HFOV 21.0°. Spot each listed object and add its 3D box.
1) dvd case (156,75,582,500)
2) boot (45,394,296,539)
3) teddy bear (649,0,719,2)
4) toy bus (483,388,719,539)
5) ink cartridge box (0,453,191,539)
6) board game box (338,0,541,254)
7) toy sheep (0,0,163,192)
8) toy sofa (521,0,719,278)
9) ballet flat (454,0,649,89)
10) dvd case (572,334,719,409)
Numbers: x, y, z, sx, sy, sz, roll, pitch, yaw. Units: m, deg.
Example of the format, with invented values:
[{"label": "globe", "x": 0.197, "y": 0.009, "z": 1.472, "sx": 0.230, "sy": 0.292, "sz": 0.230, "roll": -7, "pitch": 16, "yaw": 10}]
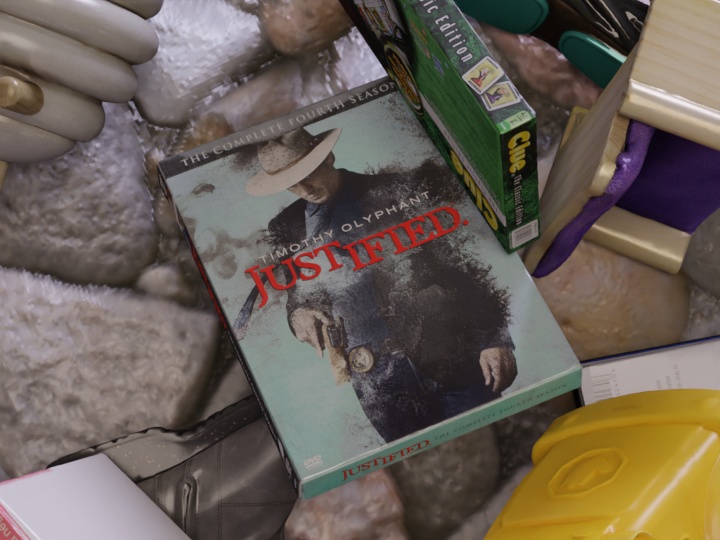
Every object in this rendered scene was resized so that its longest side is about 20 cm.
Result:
[{"label": "dvd case", "x": 0.000, "y": 0.000, "z": 0.938, "sx": 0.145, "sy": 0.022, "sz": 0.201, "roll": -20, "pitch": 56, "yaw": -9}, {"label": "boot", "x": -0.047, "y": 0.128, "z": 0.951, "sx": 0.198, "sy": 0.070, "sz": 0.133, "roll": -18, "pitch": 87, "yaw": 5}, {"label": "teddy bear", "x": 0.211, "y": -0.161, "z": 0.980, "sx": 0.145, "sy": 0.067, "sz": 0.201, "roll": 41, "pitch": 55, "yaw": -11}, {"label": "toy bus", "x": 0.123, "y": 0.179, "z": 0.842, "sx": 0.192, "sy": 0.135, "sz": 0.202, "roll": -37, "pitch": 109, "yaw": -48}, {"label": "ink cartridge box", "x": -0.175, "y": 0.185, "z": 0.863, "sx": 0.085, "sy": 0.146, "sz": 0.200, "roll": 42, "pitch": 99, "yaw": 10}, {"label": "board game box", "x": 0.027, "y": -0.111, "z": 0.925, "sx": 0.023, "sy": 0.105, "sz": 0.201, "roll": -26, "pitch": 62, "yaw": -11}, {"label": "toy sheep", "x": -0.159, "y": -0.123, "z": 0.938, "sx": 0.137, "sy": 0.138, "sz": 0.202, "roll": 23, "pitch": 92, "yaw": 0}, {"label": "toy sofa", "x": 0.141, "y": -0.047, "z": 0.912, "sx": 0.082, "sy": 0.200, "sz": 0.098, "roll": 20, "pitch": 75, "yaw": -1}, {"label": "ballet flat", "x": 0.106, "y": -0.142, "z": 0.994, "sx": 0.199, "sy": 0.068, "sz": 0.069, "roll": 30, "pitch": 72, "yaw": -10}, {"label": "dvd case", "x": 0.216, "y": 0.103, "z": 0.985, "sx": 0.198, "sy": 0.025, "sz": 0.152, "roll": -10, "pitch": 84, "yaw": -4}]
